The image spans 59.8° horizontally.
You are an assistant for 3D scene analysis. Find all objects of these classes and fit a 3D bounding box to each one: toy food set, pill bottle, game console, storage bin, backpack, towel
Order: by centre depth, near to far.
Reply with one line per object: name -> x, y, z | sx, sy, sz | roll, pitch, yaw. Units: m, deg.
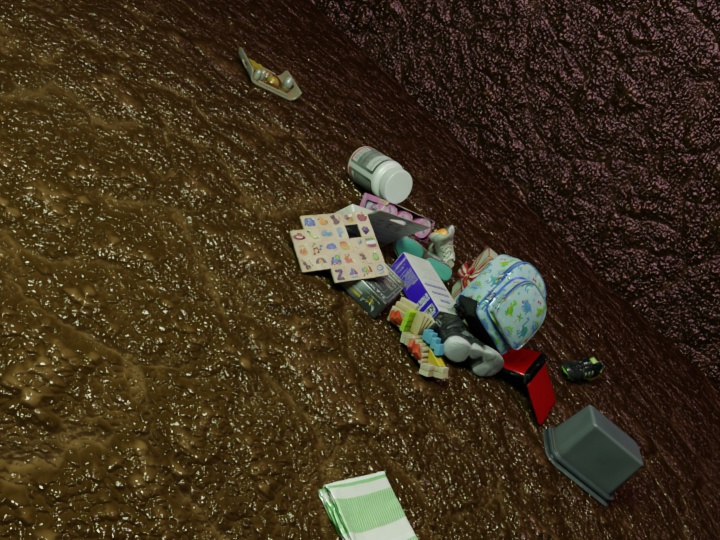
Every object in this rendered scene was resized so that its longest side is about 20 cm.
towel -> 0.035, 0.385, 0.885 | 0.151, 0.023, 0.201 | 10, 40, -50
storage bin -> 0.544, 0.412, 1.451 | 0.199, 0.135, 0.146 | 39, 25, -6
backpack -> 0.354, 0.077, 1.489 | 0.146, 0.200, 0.184 | 19, -29, 55
game console -> 0.412, 0.283, 1.603 | 0.169, 0.121, 0.199 | 17, 14, 25
pill bottle -> 0.057, -0.274, 1.807 | 0.113, 0.115, 0.200 | 17, 16, -41
toy food set -> -0.291, -0.635, 2.005 | 0.198, 0.061, 0.145 | 15, 36, -45

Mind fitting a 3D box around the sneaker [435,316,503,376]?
sneaker -> 0.256, 0.174, 1.484 | 0.198, 0.076, 0.115 | 27, 25, -34

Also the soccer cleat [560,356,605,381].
soccer cleat -> 0.671, 0.291, 1.889 | 0.198, 0.081, 0.068 | 13, 36, -46

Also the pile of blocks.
pile of blocks -> 0.122, 0.141, 1.333 | 0.062, 0.082, 0.201 | 5, 44, -52

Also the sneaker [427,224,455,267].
sneaker -> 0.238, -0.057, 1.743 | 0.200, 0.074, 0.094 | 75, -7, -73

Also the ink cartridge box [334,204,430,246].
ink cartridge box -> 0.046, -0.118, 1.535 | 0.198, 0.174, 0.046 | 13, 65, -46

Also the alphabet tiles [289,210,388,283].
alphabet tiles -> -0.049, -0.051, 1.355 | 0.196, 0.008, 0.170 | -8, 65, -26

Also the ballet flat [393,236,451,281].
ballet flat -> 0.159, -0.031, 1.701 | 0.198, 0.072, 0.073 | 32, 26, -21

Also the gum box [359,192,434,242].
gum box -> 0.094, -0.146, 1.720 | 0.198, 0.067, 0.113 | 18, 6, -40

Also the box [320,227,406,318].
box -> 0.000, 0.000, 1.421 | 0.200, 0.048, 0.158 | 44, 25, 5

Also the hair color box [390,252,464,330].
hair color box -> 0.165, 0.055, 1.557 | 0.108, 0.065, 0.202 | 17, 33, -43

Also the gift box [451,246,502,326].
gift box -> 0.352, 0.052, 1.682 | 0.185, 0.201, 0.185 | 36, 20, -6
